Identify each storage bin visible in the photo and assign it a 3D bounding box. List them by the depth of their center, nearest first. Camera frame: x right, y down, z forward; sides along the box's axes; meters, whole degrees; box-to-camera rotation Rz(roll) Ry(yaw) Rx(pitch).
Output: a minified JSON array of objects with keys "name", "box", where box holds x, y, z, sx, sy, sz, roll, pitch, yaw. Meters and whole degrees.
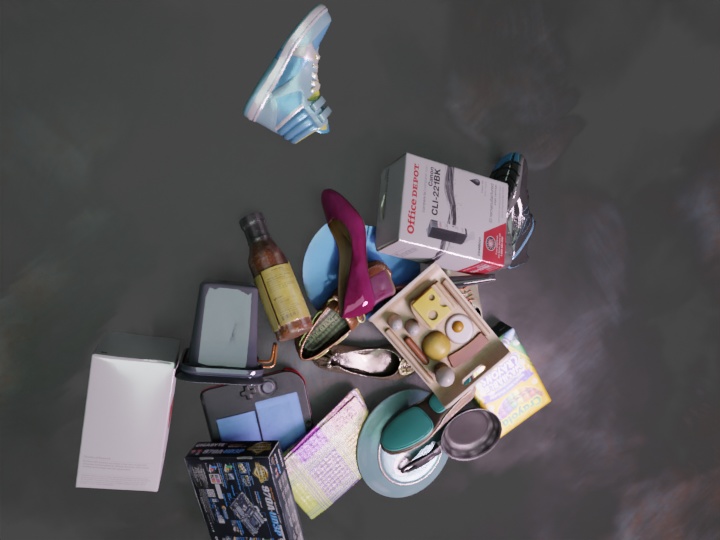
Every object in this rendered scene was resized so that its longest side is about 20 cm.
[{"name":"storage bin","box":[-0.195,0.086,0.896,0.143,0.200,0.137,6,90,-13]}]

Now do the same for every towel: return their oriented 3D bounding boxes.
[{"name":"towel","box":[-0.045,0.317,1.032,0.199,0.023,0.145,-41,114,-16]}]

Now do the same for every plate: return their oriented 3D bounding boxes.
[{"name":"plate","box":[0.087,0.315,1.068,0.197,0.025,0.204,-4,99,-25]}]

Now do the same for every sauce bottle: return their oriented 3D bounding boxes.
[{"name":"sauce bottle","box":[-0.135,0.007,0.927,0.065,0.066,0.203,-19,80,-9]}]

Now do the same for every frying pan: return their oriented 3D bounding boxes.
[{"name":"frying pan","box":[0.170,0.315,1.065,0.115,0.031,0.190,39,103,-26]}]

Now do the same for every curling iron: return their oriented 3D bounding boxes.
[{"name":"curling iron","box":[0.128,0.033,0.991,0.197,0.026,0.050,-15,101,-1]}]

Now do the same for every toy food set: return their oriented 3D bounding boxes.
[{"name":"toy food set","box":[0.127,0.104,0.959,0.143,0.060,0.201,-40,100,4]}]

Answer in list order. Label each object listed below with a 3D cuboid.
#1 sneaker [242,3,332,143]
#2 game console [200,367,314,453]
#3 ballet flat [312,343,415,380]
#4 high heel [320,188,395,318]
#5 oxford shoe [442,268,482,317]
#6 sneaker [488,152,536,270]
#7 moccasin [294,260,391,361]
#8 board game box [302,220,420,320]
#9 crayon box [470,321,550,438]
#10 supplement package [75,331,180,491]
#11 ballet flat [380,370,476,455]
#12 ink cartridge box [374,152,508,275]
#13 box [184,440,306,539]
[{"name":"sneaker","box":[-0.077,-0.287,0.912,0.130,0.080,0.201,34,100,-15]},{"name":"game console","box":[-0.166,0.275,1.015,0.174,0.031,0.204,-13,102,-11]},{"name":"ballet flat","box":[0.012,0.157,1.028,0.197,0.046,0.069,10,98,-15]},{"name":"high heel","box":[-0.031,-0.029,0.899,0.095,0.068,0.202,-24,73,-27]},{"name":"oxford shoe","box":[0.181,0.037,1.032,0.070,0.074,0.203,-18,103,-7]},{"name":"sneaker","box":[0.264,-0.103,1.040,0.081,0.073,0.204,-3,107,-29]},{"name":"moccasin","box":[-0.028,0.065,0.953,0.201,0.078,0.074,-39,104,3]},{"name":"board game box","box":[0.000,0.000,1.003,0.196,0.039,0.161,7,103,-9]},{"name":"crayon box","box":[0.264,0.214,1.097,0.125,0.052,0.202,-33,106,-6]},{"name":"supplement package","box":[-0.350,0.212,0.911,0.118,0.121,0.204,8,99,-14]},{"name":"ballet flat","box":[0.123,0.251,1.023,0.199,0.068,0.067,-38,145,0]},{"name":"ink cartridge box","box":[0.132,-0.086,0.961,0.197,0.084,0.147,12,75,-21]},{"name":"box","box":[-0.187,0.378,0.977,0.156,0.046,0.203,-7,107,20]}]
